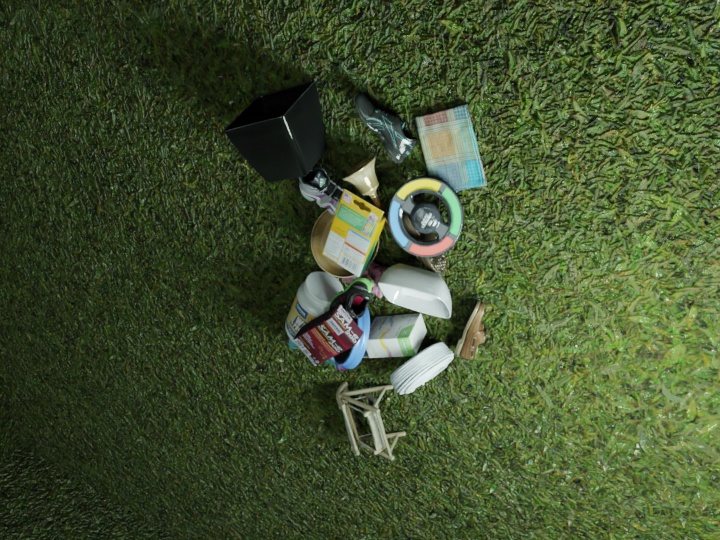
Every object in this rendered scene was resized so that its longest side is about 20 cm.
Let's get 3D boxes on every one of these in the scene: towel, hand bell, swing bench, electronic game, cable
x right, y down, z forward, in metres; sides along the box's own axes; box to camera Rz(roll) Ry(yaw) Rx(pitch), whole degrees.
[{"bbox_3d":[0.218,-0.290,1.474,0.143,0.022,0.205,-6,114,31],"label":"towel"},{"bbox_3d":[0.044,-0.184,1.586,0.102,0.105,0.203,-20,110,35],"label":"hand bell"},{"bbox_3d":[0.021,0.485,1.959,0.195,0.130,0.204,-3,116,30],"label":"swing bench"},{"bbox_3d":[0.163,-0.134,1.524,0.193,0.042,0.207,4,105,14],"label":"electronic game"},{"bbox_3d":[0.175,0.276,1.715,0.199,0.199,0.070,-40,73,20],"label":"cable"}]

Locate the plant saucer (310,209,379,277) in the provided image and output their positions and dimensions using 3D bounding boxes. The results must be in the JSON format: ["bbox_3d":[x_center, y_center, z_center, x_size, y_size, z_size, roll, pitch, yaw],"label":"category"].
[{"bbox_3d":[-0.041,-0.082,1.678,0.193,0.035,0.208,-1,85,11],"label":"plant saucer"}]

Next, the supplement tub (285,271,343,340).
[{"bbox_3d":[-0.138,0.119,1.826,0.142,0.145,0.203,32,128,8],"label":"supplement tub"}]

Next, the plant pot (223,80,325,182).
[{"bbox_3d":[-0.199,-0.348,1.573,0.194,0.202,0.181,-5,125,30],"label":"plant pot"}]

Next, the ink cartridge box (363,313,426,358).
[{"bbox_3d":[0.083,0.191,1.762,0.195,0.118,0.069,-8,119,31],"label":"ink cartridge box"}]

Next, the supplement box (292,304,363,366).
[{"bbox_3d":[-0.094,0.185,1.703,0.109,0.061,0.198,48,134,-10],"label":"supplement box"}]

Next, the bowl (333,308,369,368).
[{"bbox_3d":[-0.034,0.184,1.782,0.038,0.205,0.202,13,133,-24],"label":"bowl"}]

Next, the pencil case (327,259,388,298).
[{"bbox_3d":[0.000,0.000,1.722,0.196,0.083,0.088,28,127,13],"label":"pencil case"}]

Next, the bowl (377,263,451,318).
[{"bbox_3d":[0.156,0.050,1.627,0.194,0.077,0.200,16,165,20],"label":"bowl"}]

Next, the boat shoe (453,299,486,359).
[{"bbox_3d":[0.316,0.163,1.655,0.066,0.073,0.204,22,135,10],"label":"boat shoe"}]

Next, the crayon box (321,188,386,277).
[{"bbox_3d":[-0.014,-0.103,1.586,0.124,0.051,0.204,30,121,13],"label":"crayon box"}]

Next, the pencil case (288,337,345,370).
[{"bbox_3d":[-0.129,0.243,1.931,0.195,0.085,0.095,23,126,15],"label":"pencil case"}]

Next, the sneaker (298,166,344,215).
[{"bbox_3d":[-0.088,-0.217,1.612,0.195,0.079,0.141,22,162,15],"label":"sneaker"}]

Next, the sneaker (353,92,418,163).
[{"bbox_3d":[0.062,-0.367,1.495,0.079,0.076,0.201,-35,105,26],"label":"sneaker"}]

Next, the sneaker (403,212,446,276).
[{"bbox_3d":[0.160,-0.072,1.615,0.075,0.070,0.204,-18,103,52],"label":"sneaker"}]

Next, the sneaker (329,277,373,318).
[{"bbox_3d":[-0.031,0.099,1.684,0.075,0.086,0.201,17,137,-23],"label":"sneaker"}]
